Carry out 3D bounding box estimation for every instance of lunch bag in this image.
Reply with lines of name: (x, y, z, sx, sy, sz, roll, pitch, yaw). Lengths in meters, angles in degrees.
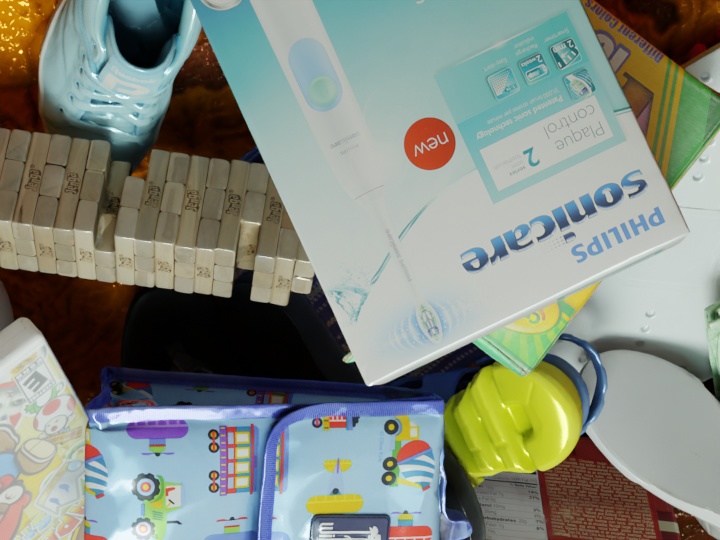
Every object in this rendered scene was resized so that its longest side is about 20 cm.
lunch bag: (-0.042, 0.135, 0.923, 0.198, 0.094, 0.152, 1, 100, -3)

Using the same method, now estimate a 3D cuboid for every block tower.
block tower: (-0.119, -0.028, 0.889, 0.198, 0.058, 0.054, 9, 153, -2)

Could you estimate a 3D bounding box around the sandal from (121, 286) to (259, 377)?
sandal: (-0.085, 0.104, 0.991, 0.076, 0.043, 0.202, -11, 91, -15)

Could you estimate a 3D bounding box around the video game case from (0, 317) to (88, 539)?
video game case: (-0.222, 0.140, 0.924, 0.200, 0.023, 0.183, -38, 144, -16)

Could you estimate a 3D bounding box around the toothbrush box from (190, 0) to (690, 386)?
toothbrush box: (0.029, -0.072, 0.741, 0.146, 0.085, 0.201, -24, 87, 5)

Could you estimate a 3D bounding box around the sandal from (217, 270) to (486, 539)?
sandal: (-0.013, 0.090, 0.972, 0.200, 0.043, 0.076, 48, 139, -1)

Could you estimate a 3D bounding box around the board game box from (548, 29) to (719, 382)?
board game box: (0.174, -0.020, 0.986, 0.199, 0.026, 0.200, -30, 124, 21)

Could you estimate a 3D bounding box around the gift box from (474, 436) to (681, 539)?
gift box: (0.093, 0.228, 1.081, 0.183, 0.201, 0.188, 9, 130, -4)

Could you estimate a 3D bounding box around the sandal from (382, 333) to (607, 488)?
sandal: (0.067, 0.084, 1.001, 0.199, 0.087, 0.080, -17, 100, 47)

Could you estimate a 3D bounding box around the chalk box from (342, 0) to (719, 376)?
chalk box: (0.066, -0.029, 0.839, 0.124, 0.124, 0.200, 37, 94, 6)

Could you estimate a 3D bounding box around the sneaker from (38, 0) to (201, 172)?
sneaker: (-0.119, -0.107, 0.861, 0.073, 0.082, 0.201, 11, 130, -11)

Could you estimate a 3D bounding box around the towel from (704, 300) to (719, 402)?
towel: (0.299, 0.033, 1.012, 0.199, 0.024, 0.153, -19, 144, 5)

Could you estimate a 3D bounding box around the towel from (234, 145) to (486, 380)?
towel: (0.000, 0.000, 0.972, 0.199, 0.024, 0.145, 30, 138, -23)

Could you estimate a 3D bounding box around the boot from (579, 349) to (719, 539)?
boot: (0.202, 0.122, 1.044, 0.199, 0.074, 0.096, 35, 164, -2)

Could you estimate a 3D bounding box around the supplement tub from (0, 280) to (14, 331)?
supplement tub: (-0.257, 0.068, 0.961, 0.139, 0.141, 0.201, 2, 130, -5)
